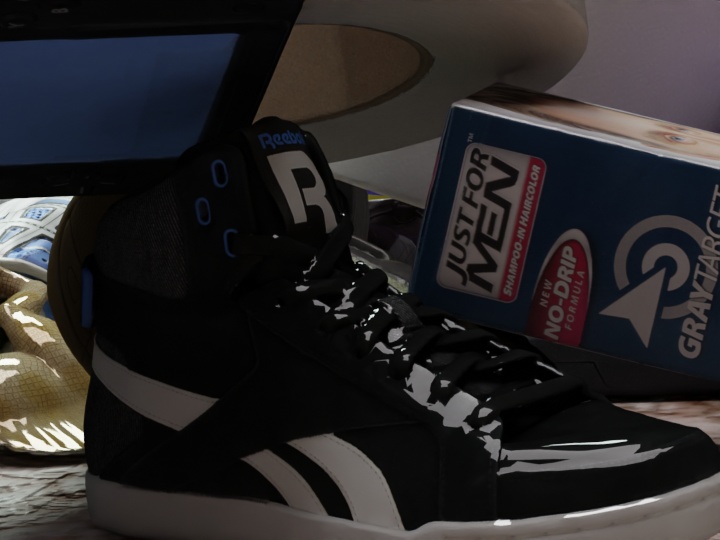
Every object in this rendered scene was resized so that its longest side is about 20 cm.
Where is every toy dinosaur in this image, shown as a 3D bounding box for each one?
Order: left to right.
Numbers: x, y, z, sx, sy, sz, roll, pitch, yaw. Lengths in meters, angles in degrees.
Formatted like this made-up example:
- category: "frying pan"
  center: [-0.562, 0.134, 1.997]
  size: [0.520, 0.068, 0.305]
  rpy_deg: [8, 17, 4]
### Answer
- category: "toy dinosaur"
  center: [-0.105, 0.037, 0.964]
  size: [0.200, 0.058, 0.101]
  rpy_deg: [-17, 29, -40]

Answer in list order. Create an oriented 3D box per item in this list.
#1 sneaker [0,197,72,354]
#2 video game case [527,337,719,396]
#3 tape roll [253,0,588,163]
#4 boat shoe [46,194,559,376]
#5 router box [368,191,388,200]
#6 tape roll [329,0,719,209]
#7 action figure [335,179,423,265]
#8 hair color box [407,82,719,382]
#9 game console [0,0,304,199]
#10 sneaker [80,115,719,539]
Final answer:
- category: "sneaker"
  center: [-0.121, 0.013, 1.074]
  size: [0.077, 0.076, 0.200]
  rpy_deg: [17, 26, 42]
- category: "video game case"
  center: [0.164, 0.016, 1.028]
  size: [0.200, 0.026, 0.181]
  rpy_deg: [-3, 7, 15]
- category: "tape roll"
  center: [-0.033, -0.071, 0.861]
  size: [0.202, 0.037, 0.203]
  rpy_deg: [-6, -14, -2]
- category: "boat shoe"
  center: [-0.019, 0.022, 0.886]
  size: [0.065, 0.073, 0.200]
  rpy_deg: [13, 10, -45]
- category: "router box"
  center: [0.046, -0.096, 1.323]
  size: [0.052, 0.158, 0.200]
  rpy_deg: [-2, -6, 14]
- category: "tape roll"
  center: [0.051, -0.094, 1.056]
  size: [0.202, 0.139, 0.203]
  rpy_deg: [17, 6, -2]
- category: "action figure"
  center: [0.000, 0.000, 1.101]
  size: [0.130, 0.070, 0.200]
  rpy_deg: [-8, -3, 28]
- category: "hair color box"
  center: [0.121, -0.001, 0.824]
  size: [0.200, 0.061, 0.100]
  rpy_deg: [13, 8, 7]
- category: "game console"
  center: [-0.105, -0.005, 0.770]
  size: [0.170, 0.119, 0.200]
  rpy_deg: [-3, -13, -10]
- category: "sneaker"
  center: [0.000, 0.016, 0.750]
  size: [0.200, 0.112, 0.073]
  rpy_deg: [0, 10, 38]
